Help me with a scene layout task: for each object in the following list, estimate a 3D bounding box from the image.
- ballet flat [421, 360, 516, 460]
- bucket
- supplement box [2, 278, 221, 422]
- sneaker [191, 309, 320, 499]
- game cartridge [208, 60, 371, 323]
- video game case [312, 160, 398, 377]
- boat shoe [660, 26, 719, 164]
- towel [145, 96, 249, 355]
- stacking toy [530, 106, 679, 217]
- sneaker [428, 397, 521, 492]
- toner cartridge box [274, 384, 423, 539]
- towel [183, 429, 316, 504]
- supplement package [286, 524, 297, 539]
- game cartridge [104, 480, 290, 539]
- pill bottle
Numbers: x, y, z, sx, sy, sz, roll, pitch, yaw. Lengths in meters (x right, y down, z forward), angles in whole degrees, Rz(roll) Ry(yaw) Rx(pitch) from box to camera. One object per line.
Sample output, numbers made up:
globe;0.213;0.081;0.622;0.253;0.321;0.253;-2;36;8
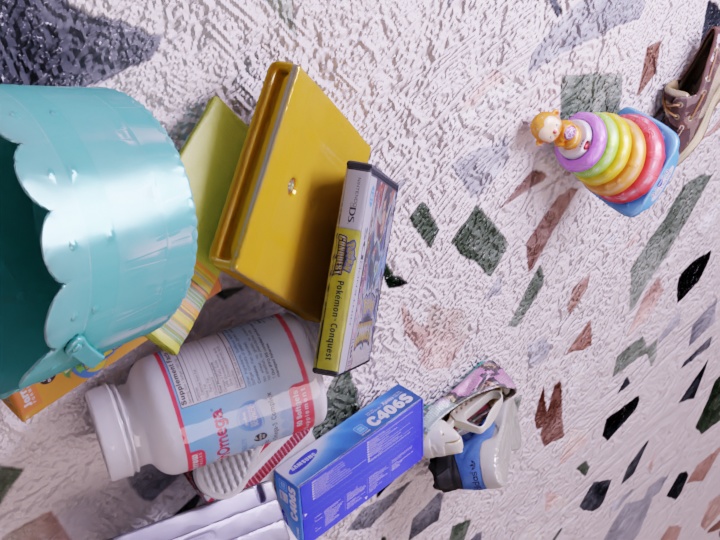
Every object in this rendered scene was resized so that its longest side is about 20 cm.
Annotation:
ballet flat;0.120;0.189;1.440;0.199;0.071;0.069;-35;140;-24
bucket;-0.216;-0.026;0.753;0.134;0.206;0.209;-16;131;-50
supplement box;-0.213;0.033;0.929;0.199;0.069;0.067;-34;139;-23
sneaker;-0.109;0.128;1.125;0.201;0.078;0.079;-59;-170;-15
game cartridge;-0.053;-0.060;0.994;0.200;0.032;0.178;41;64;-67
video game case;0.000;0.000;1.055;0.200;0.025;0.183;5;94;-81
boat shoe;0.413;-0.218;1.457;0.072;0.072;0.201;23;115;-23
towel;-0.135;-0.037;0.915;0.086;0.018;0.201;44;58;-34
stacking toy;0.266;-0.146;1.322;0.199;0.110;0.117;15;111;-42
sneaker;0.147;0.230;1.515;0.200;0.110;0.077;-54;131;-64
toner cartridge box;-0.009;0.221;1.309;0.199;0.043;0.096;-30;131;-36
towel;-0.108;0.218;1.245;0.144;0.023;0.201;-43;145;-19
supplement package;-0.157;0.344;1.179;0.199;0.120;0.122;-2;121;-36
game cartridge;-0.151;0.291;1.079;0.199;0.038;0.131;-13;85;-37
pill bottle;-0.138;0.116;1.022;0.198;0.109;0.109;-18;134;-16
